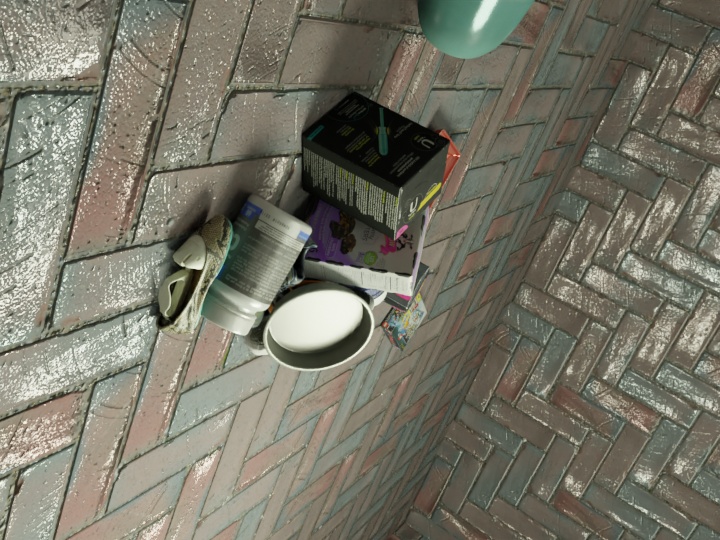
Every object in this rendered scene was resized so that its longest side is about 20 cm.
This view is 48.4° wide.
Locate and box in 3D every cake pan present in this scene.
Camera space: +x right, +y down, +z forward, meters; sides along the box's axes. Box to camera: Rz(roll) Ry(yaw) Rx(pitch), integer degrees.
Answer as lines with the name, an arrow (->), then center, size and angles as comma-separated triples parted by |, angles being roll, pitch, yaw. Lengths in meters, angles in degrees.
cake pan -> -0.076, 0.098, 1.421 | 0.200, 0.037, 0.200 | -8, 131, -10

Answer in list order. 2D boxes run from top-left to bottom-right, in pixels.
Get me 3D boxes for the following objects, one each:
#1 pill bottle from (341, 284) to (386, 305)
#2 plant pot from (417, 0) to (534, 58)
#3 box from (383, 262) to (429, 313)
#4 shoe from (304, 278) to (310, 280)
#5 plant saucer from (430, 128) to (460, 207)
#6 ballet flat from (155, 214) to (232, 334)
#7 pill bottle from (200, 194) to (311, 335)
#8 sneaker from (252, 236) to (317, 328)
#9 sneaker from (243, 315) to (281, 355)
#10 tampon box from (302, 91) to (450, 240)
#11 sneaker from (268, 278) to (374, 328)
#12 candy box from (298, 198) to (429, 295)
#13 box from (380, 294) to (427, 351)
pill bottle -> 0.000, 0.000, 1.559 | 0.111, 0.111, 0.200 | -54, 159, -14
plant pot -> 0.187, -0.462, 1.358 | 0.201, 0.201, 0.161 | -42, 167, -38
box -> 0.076, 0.019, 1.778 | 0.106, 0.122, 0.200 | -60, 174, -4
shoe -> -0.123, 0.016, 1.491 | 0.070, 0.053, 0.200 | -16, 148, 0
plant saucer -> 0.145, -0.211, 1.810 | 0.200, 0.037, 0.200 | -59, 160, 2
ballet flat -> -0.250, 0.009, 1.170 | 0.075, 0.068, 0.200 | 1, 121, -49
pill bottle -> -0.171, -0.007, 1.249 | 0.200, 0.114, 0.114 | -60, 160, 1
sneaker -> -0.142, 0.012, 1.333 | 0.074, 0.081, 0.200 | -4, 122, -63
sneaker -> -0.125, 0.110, 1.522 | 0.200, 0.078, 0.099 | -14, 161, -13
tampon box -> 0.023, -0.176, 1.342 | 0.150, 0.200, 0.126 | -45, 155, -32
sneaker -> -0.065, 0.054, 1.455 | 0.200, 0.078, 0.077 | 0, 140, -23
candy box -> 0.010, -0.058, 1.407 | 0.072, 0.200, 0.168 | 85, 16, -58
box -> 0.123, 0.135, 2.228 | 0.137, 0.038, 0.200 | -55, 159, -11
